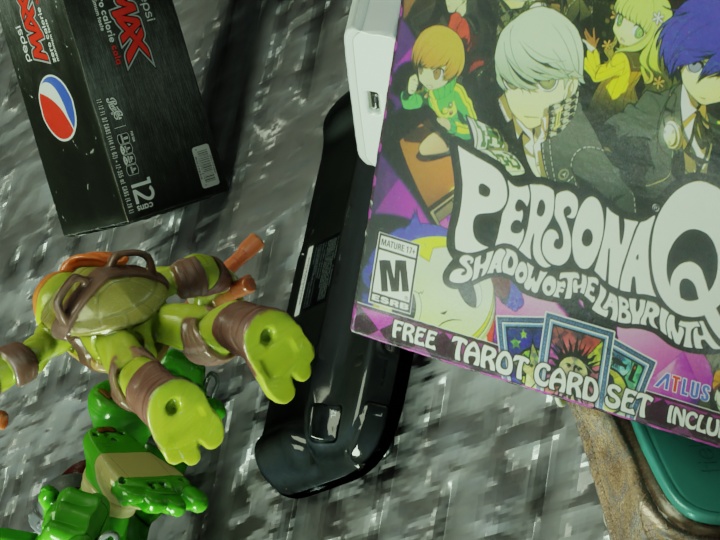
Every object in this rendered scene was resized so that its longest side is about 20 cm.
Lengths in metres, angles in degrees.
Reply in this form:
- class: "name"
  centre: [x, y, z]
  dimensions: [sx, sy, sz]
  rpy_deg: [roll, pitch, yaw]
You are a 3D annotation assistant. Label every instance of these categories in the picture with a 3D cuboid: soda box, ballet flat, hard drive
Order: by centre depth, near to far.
- class: "ballet flat"
  centre: [0.096, 0.043, 1.044]
  dimensions: [0.200, 0.068, 0.067]
  rpy_deg: [-99, 16, -47]
- class: "hard drive"
  centre: [0.029, -0.158, 1.194]
  dimensions: [0.132, 0.027, 0.200]
  rpy_deg: [82, -159, -69]
- class: "soda box"
  centre: [-0.133, -0.122, 1.425]
  dimensions: [0.071, 0.063, 0.200]
  rpy_deg: [-10, 97, 56]

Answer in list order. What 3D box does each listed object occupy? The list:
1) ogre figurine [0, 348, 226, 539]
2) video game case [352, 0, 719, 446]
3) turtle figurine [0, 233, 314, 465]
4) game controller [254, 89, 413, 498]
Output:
- class: "ogre figurine"
  centre: [-0.113, 0.117, 1.278]
  dimensions: [0.200, 0.098, 0.120]
  rpy_deg: [-109, 36, -63]
- class: "video game case"
  centre: [0.101, -0.041, 0.949]
  dimensions: [0.200, 0.036, 0.182]
  rpy_deg: [17, 107, 27]
- class: "turtle figurine"
  centre: [-0.093, 0.022, 1.248]
  dimensions: [0.161, 0.200, 0.065]
  rpy_deg: [20, 124, 50]
- class: "game controller"
  centre: [0.000, 0.000, 1.262]
  dimensions: [0.104, 0.042, 0.200]
  rpy_deg: [143, 143, -63]
